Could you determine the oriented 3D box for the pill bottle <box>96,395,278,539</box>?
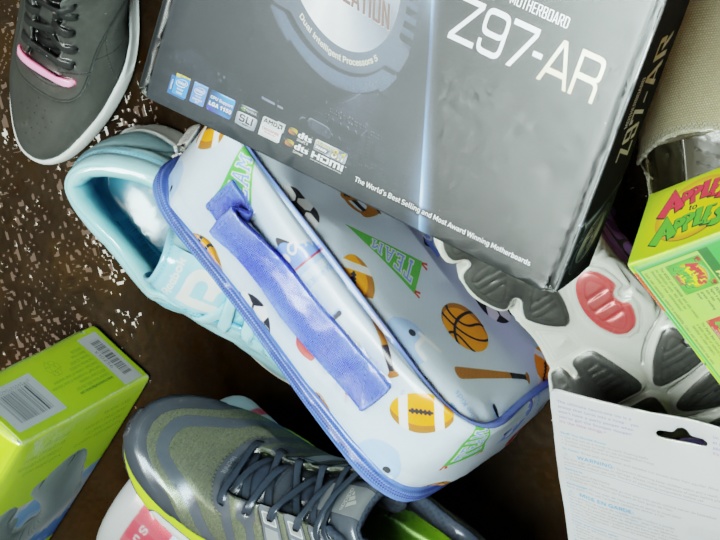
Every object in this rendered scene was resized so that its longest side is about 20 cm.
[{"bbox_3d":[-0.024,0.163,1.177,0.200,0.109,0.109,42,119,14],"label":"pill bottle"}]

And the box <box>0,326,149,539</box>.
[{"bbox_3d":[-0.198,0.129,1.258,0.048,0.122,0.201,40,119,12],"label":"box"}]

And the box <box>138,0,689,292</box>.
[{"bbox_3d":[0.023,-0.106,0.973,0.199,0.043,0.161,27,115,16],"label":"box"}]

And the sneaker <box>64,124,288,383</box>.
[{"bbox_3d":[-0.064,0.008,1.175,0.199,0.082,0.074,36,118,17],"label":"sneaker"}]

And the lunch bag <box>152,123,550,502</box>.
[{"bbox_3d":[0.000,0.000,1.092,0.076,0.160,0.200,-43,82,30],"label":"lunch bag"}]

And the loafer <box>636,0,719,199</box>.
[{"bbox_3d":[0.152,-0.074,1.041,0.075,0.068,0.202,-8,99,30],"label":"loafer"}]

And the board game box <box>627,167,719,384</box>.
[{"bbox_3d":[0.207,0.038,0.998,0.101,0.048,0.200,-22,120,35],"label":"board game box"}]

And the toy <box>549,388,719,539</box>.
[{"bbox_3d":[0.149,0.121,1.068,0.114,0.047,0.201,13,136,23],"label":"toy"}]

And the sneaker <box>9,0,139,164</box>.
[{"bbox_3d":[-0.149,-0.135,1.176,0.070,0.099,0.201,30,117,17],"label":"sneaker"}]

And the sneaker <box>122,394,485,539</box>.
[{"bbox_3d":[-0.015,0.106,1.099,0.199,0.074,0.081,25,155,6],"label":"sneaker"}]

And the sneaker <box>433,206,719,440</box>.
[{"bbox_3d":[0.109,0.011,1.071,0.080,0.084,0.200,-26,114,23],"label":"sneaker"}]
